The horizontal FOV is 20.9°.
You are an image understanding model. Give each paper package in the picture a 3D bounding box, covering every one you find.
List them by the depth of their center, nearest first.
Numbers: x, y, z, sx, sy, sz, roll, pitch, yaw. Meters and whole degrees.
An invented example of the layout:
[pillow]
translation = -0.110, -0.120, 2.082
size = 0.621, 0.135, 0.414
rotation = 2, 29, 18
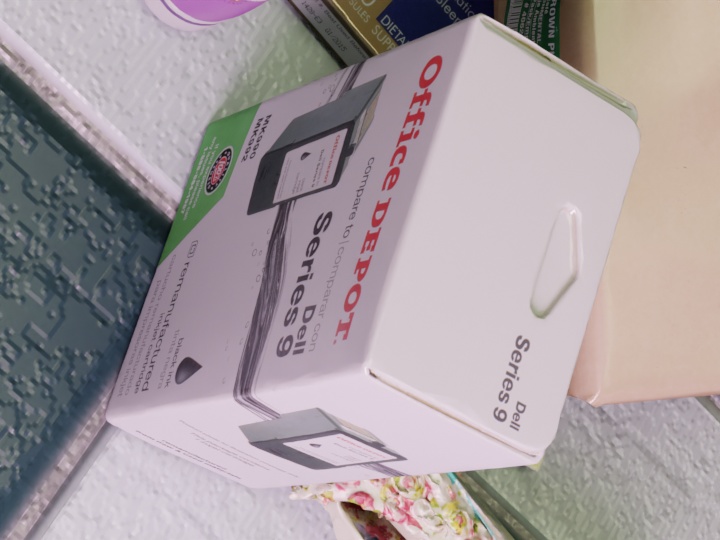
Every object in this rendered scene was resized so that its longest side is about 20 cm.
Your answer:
[paper package]
translation = 0.159, -0.045, 0.861
size = 0.191, 0.103, 0.200
rotation = -2, 93, -21

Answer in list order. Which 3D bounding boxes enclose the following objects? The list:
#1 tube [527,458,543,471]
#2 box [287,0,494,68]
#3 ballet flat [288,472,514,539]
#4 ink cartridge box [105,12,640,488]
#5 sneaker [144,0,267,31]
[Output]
[tube]
translation = 0.089, -0.013, 0.914
size = 0.058, 0.052, 0.200
rotation = 19, 76, 15
[box]
translation = 0.062, -0.153, 0.925
size = 0.121, 0.032, 0.200
rotation = 48, 59, -18
[ballet flat]
translation = 0.042, 0.137, 0.845
size = 0.200, 0.076, 0.064
rotation = 47, 67, -8
[ink cartridge box]
translation = 0.000, 0.000, 0.754
size = 0.084, 0.200, 0.146
rotation = 28, 67, -27
[sneaker]
translation = -0.060, -0.209, 0.802
size = 0.073, 0.114, 0.201
rotation = -17, 91, -33
